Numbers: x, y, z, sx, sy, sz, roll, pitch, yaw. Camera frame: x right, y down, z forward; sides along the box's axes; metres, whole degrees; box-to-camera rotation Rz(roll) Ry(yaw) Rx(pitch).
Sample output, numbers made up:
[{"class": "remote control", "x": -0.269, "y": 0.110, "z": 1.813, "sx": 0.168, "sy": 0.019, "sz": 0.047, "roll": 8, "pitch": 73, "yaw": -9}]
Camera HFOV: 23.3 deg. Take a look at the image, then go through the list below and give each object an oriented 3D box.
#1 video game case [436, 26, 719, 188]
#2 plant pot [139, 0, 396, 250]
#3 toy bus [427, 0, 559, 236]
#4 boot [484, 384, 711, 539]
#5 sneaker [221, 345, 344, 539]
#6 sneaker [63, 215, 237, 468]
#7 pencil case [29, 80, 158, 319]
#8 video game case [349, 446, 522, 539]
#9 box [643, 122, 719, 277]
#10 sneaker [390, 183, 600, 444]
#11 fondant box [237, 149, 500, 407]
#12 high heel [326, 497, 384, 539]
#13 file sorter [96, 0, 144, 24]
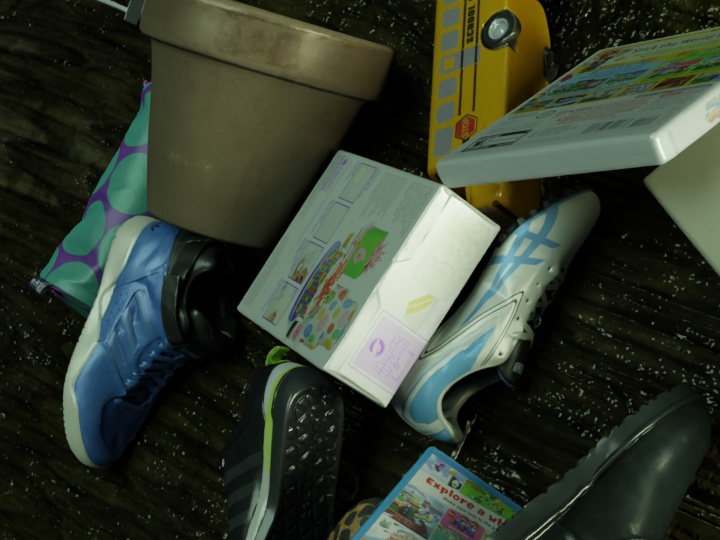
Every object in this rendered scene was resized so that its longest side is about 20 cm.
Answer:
[{"class": "video game case", "x": 0.172, "y": -0.108, "z": 1.119, "sx": 0.181, "sy": 0.023, "sz": 0.199, "roll": -36, "pitch": 18, "yaw": -33}, {"class": "plant pot", "x": -0.088, "y": -0.114, "z": 1.342, "sx": 0.199, "sy": 0.199, "sz": 0.176, "roll": 22, "pitch": 99, "yaw": 44}, {"class": "toy bus", "x": 0.094, "y": -0.119, "z": 1.259, "sx": 0.078, "sy": 0.065, "sz": 0.202, "roll": -15, "pitch": 58, "yaw": 34}, {"class": "boot", "x": 0.177, "y": 0.178, "z": 1.014, "sx": 0.198, "sy": 0.074, "sz": 0.162, "roll": -36, "pitch": 61, "yaw": -21}, {"class": "sneaker", "x": -0.061, "y": 0.155, "z": 1.221, "sx": 0.082, "sy": 0.071, "sz": 0.202, "roll": 15, "pitch": 93, "yaw": 53}, {"class": "sneaker", "x": -0.157, "y": 0.064, "z": 1.359, "sx": 0.110, "sy": 0.077, "sz": 0.202, "roll": 14, "pitch": 85, "yaw": 33}, {"class": "pencil case", "x": -0.189, "y": -0.053, "z": 1.446, "sx": 0.092, "sy": 0.085, "sz": 0.201, "roll": 26, "pitch": 84, "yaw": 37}, {"class": "video game case", "x": 0.048, "y": 0.205, "z": 1.025, "sx": 0.142, "sy": 0.018, "sz": 0.200, "roll": 33, "pitch": 46, "yaw": 13}, {"class": "box", "x": 0.261, "y": 0.001, "z": 1.035, "sx": 0.078, "sy": 0.095, "sz": 0.201, "roll": -42, "pitch": 48, "yaw": 11}, {"class": "sneaker", "x": 0.101, "y": 0.030, "z": 1.178, "sx": 0.072, "sy": 0.072, "sz": 0.200, "roll": 40, "pitch": 92, "yaw": 19}, {"class": "fondant box", "x": 0.000, "y": 0.000, "z": 1.229, "sx": 0.145, "sy": 0.058, "sz": 0.200, "roll": -57, "pitch": 22, "yaw": -3}, {"class": "high heel", "x": 0.018, "y": 0.246, "z": 1.131, "sx": 0.142, "sy": 0.071, "sz": 0.202, "roll": -12, "pitch": 61, "yaw": 47}, {"class": "file sorter", "x": -0.214, "y": -0.350, "z": 1.558, "sx": 0.139, "sy": 0.123, "sz": 0.202, "roll": 152, "pitch": 139, "yaw": -75}]
